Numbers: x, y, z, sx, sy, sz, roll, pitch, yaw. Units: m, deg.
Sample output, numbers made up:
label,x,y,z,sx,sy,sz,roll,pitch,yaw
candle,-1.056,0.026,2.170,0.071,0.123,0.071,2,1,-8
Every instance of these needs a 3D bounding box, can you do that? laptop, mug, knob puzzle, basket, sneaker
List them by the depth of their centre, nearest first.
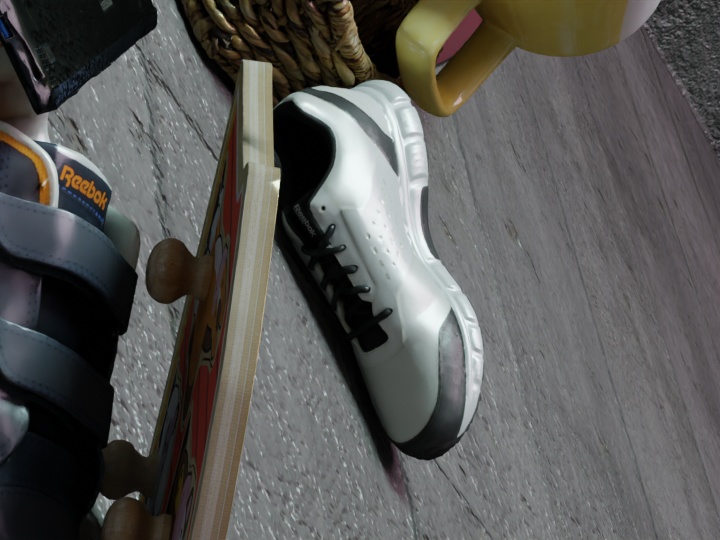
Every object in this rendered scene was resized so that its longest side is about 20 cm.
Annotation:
label,x,y,z,sx,sy,sz,roll,pitch,yaw
knob puzzle,-0.059,0.054,0.869,0.220,0.030,0.221,-168,-90,-82
sneaker,-0.108,0.012,0.875,0.078,0.079,0.201,45,23,-59
laptop,-0.163,-0.137,0.917,0.177,0.103,0.201,-63,129,-75
sneaker,0.000,0.000,1.418,0.080,0.074,0.201,3,63,-44
basket,-0.004,-0.162,1.504,0.143,0.148,0.200,67,12,16
mug,0.089,-0.182,1.523,0.153,0.186,0.150,73,-3,-69

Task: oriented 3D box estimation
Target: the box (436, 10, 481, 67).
label,x,y,z,sx,sy,sz,roll,pitch,yaw
box,0.025,-0.242,1.884,0.201,0.109,0.128,60,13,-14
